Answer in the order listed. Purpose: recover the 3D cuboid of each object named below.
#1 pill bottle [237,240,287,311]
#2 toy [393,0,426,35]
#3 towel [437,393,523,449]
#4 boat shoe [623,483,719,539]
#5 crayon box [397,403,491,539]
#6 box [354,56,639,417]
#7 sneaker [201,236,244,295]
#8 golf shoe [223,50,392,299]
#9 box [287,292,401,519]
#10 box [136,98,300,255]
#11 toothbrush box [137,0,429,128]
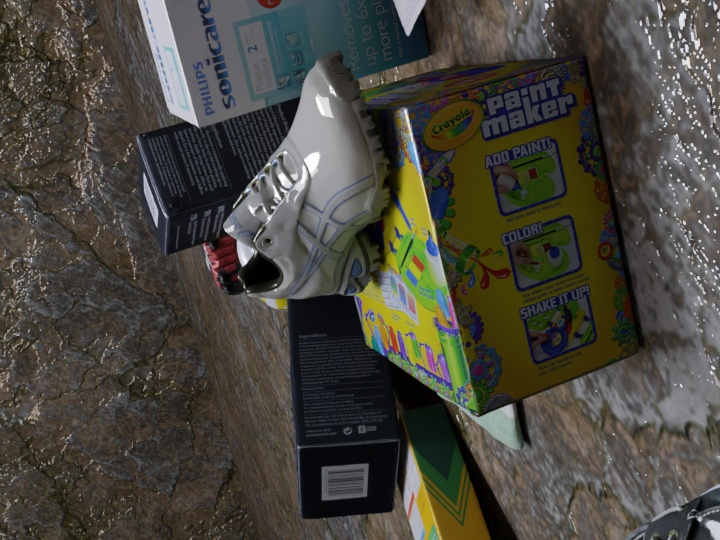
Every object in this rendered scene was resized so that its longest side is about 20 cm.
[{"bbox_3d":[-0.084,-0.020,1.184,0.200,0.109,0.109,98,151,-79],"label":"pill bottle"},{"bbox_3d":[0.030,-0.275,0.678,0.115,0.047,0.200,118,134,-73],"label":"toy"},{"bbox_3d":[0.085,0.044,0.904,0.153,0.023,0.200,-148,42,-65],"label":"towel"},{"bbox_3d":[0.197,0.167,0.581,0.200,0.071,0.072,104,144,-61],"label":"boat shoe"},{"bbox_3d":[0.086,0.255,1.044,0.126,0.051,0.200,95,162,-55],"label":"crayon box"},{"bbox_3d":[0.067,-0.034,0.693,0.200,0.122,0.193,-154,47,-69],"label":"box"},{"bbox_3d":[-0.256,-0.056,1.837,0.098,0.071,0.201,41,148,56],"label":"sneaker"},{"bbox_3d":[-0.037,-0.044,0.640,0.200,0.097,0.078,94,155,-50],"label":"golf shoe"},{"bbox_3d":[-0.022,0.147,1.123,0.149,0.107,0.200,92,172,-49],"label":"box"},{"bbox_3d":[-0.149,-0.111,1.184,0.148,0.200,0.104,128,122,-70],"label":"box"},{"bbox_3d":[-0.063,-0.210,0.777,0.085,0.200,0.147,33,139,61],"label":"toothbrush box"}]
